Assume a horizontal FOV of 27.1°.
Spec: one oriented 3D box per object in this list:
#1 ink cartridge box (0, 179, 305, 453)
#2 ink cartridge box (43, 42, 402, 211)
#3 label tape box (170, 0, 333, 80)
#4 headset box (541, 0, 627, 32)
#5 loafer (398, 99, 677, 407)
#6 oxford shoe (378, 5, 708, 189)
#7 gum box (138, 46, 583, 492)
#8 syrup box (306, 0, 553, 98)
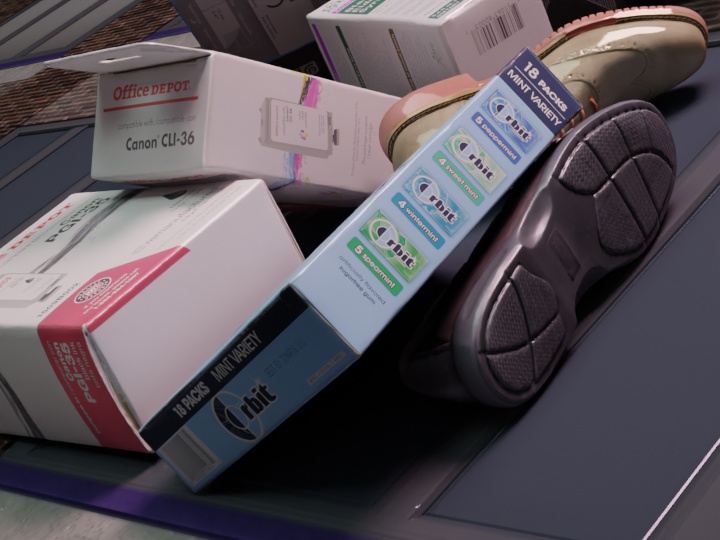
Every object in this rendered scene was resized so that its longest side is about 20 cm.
[{"bbox_3d":[-0.145,0.023,0.853,0.199,0.083,0.146,-1,34,47],"label":"ink cartridge box"},{"bbox_3d":[-0.079,-0.081,0.886,0.198,0.068,0.116,8,-7,-43],"label":"ink cartridge box"},{"bbox_3d":[-0.034,-0.221,1.168,0.198,0.144,0.067,-22,48,11],"label":"label tape box"},{"bbox_3d":[0.087,-0.234,1.067,0.075,0.150,0.200,-31,24,-16],"label":"headset box"},{"bbox_3d":[0.083,-0.013,0.702,0.063,0.072,0.200,-10,31,45],"label":"loafer"},{"bbox_3d":[0.112,-0.085,0.853,0.198,0.071,0.074,-24,47,7],"label":"oxford shoe"},{"bbox_3d":[0.000,0.000,0.706,0.200,0.045,0.170,-47,3,-40],"label":"gum box"},{"bbox_3d":[0.047,-0.158,1.037,0.078,0.082,0.199,-34,24,-18],"label":"syrup box"}]
